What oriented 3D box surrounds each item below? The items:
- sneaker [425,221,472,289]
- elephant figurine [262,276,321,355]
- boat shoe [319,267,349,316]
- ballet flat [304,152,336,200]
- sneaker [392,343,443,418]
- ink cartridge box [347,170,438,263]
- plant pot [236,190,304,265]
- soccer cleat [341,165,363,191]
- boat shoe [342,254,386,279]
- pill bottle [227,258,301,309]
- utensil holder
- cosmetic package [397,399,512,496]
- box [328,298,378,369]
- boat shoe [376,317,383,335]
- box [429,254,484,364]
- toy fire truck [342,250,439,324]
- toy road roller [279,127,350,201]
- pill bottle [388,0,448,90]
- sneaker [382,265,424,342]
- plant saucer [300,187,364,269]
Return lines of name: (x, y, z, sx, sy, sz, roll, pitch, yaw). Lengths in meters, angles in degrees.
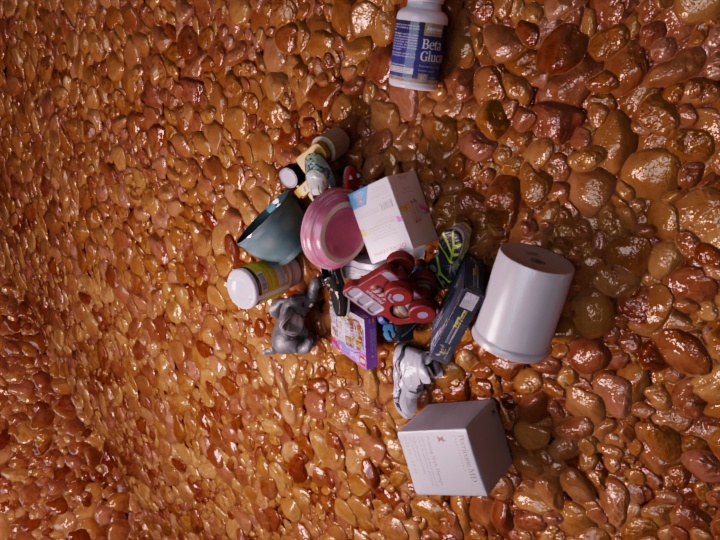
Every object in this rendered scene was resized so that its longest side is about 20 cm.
sneaker: (0.211, -0.031, 1.389, 0.075, 0.076, 0.201, 44, 144, 17)
elephant figurine: (-0.192, 0.128, 1.695, 0.140, 0.155, 0.202, 7, 117, 25)
boat shoe: (-0.073, 0.024, 1.548, 0.073, 0.063, 0.204, -1, 100, 59)
ballet flat: (-0.091, -0.184, 1.452, 0.074, 0.074, 0.201, 6, 132, 36)
sneaker: (0.146, 0.290, 1.532, 0.114, 0.075, 0.202, 4, 103, 39)
ink cartridge box: (0.082, -0.115, 1.421, 0.128, 0.125, 0.202, -17, 93, 39)
plant pot: (-0.220, -0.099, 1.633, 0.134, 0.201, 0.200, 45, 131, -16)
soccer cleat: (-0.040, -0.167, 1.538, 0.084, 0.068, 0.202, 9, 114, 31)
boat shoe: (0.000, 0.000, 1.539, 0.199, 0.072, 0.066, 3, 108, 50)
pill bottle: (-0.265, 0.026, 1.683, 0.113, 0.199, 0.116, 12, 111, 33)
utensil holder: (0.340, 0.065, 1.255, 0.169, 0.169, 0.202, 26, 117, 28)
cosmetic package: (0.230, 0.426, 1.453, 0.199, 0.166, 0.169, -15, 95, 38)
box: (-0.021, 0.162, 1.594, 0.200, 0.039, 0.138, 24, 121, 58)
boat shoe: (0.053, 0.071, 1.549, 0.072, 0.071, 0.202, 45, 132, 48)
box: (0.218, 0.086, 1.361, 0.051, 0.158, 0.201, 22, 121, -1)
toy fire truck: (0.079, 0.060, 1.384, 0.167, 0.113, 0.200, -29, 129, 33)
toy road roller: (-0.092, -0.249, 1.523, 0.199, 0.123, 0.146, -33, 98, 39)
pill bottle: (0.126, -0.494, 1.278, 0.110, 0.111, 0.202, 21, 116, 31)
sneaker: (0.122, 0.084, 1.496, 0.073, 0.081, 0.202, 36, 108, 52)
plant saucer: (-0.051, -0.097, 1.450, 0.051, 0.199, 0.203, 23, 118, 44)
